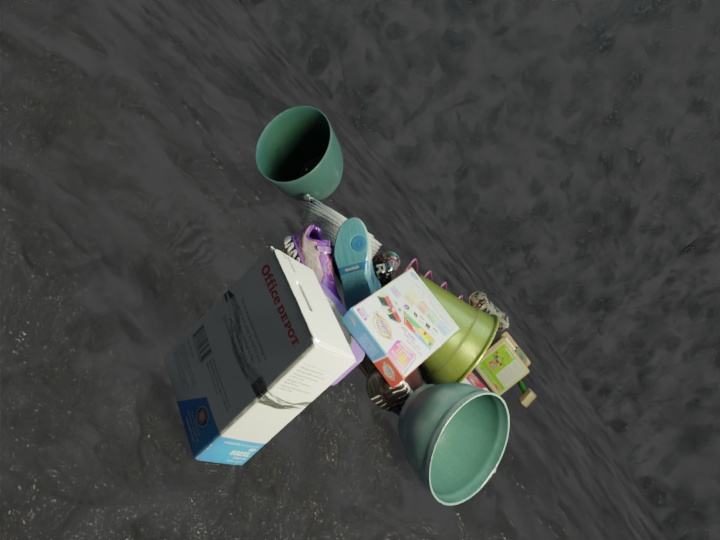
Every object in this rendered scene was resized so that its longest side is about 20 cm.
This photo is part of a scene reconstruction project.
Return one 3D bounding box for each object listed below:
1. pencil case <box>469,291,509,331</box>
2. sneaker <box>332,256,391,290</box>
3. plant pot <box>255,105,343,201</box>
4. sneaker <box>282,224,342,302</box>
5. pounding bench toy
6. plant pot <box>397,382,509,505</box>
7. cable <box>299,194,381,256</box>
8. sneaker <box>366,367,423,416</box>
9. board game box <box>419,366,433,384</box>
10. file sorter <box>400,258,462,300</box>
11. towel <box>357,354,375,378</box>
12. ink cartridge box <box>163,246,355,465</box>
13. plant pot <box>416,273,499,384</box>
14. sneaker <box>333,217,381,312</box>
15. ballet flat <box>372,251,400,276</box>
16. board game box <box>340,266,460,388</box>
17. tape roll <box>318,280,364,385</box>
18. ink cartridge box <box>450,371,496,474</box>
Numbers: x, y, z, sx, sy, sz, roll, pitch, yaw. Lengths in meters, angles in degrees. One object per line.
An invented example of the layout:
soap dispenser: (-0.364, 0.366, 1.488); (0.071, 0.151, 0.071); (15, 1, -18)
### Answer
pencil case: (0.499, 0.161, 2.649); (0.199, 0.079, 0.089); (38, -2, -37)
sneaker: (0.006, 0.000, 1.497); (0.200, 0.110, 0.075); (41, 28, -60)
plant pot: (-0.129, -0.261, 1.652); (0.203, 0.198, 0.161); (58, 6, 31)
sneaker: (-0.083, -0.014, 1.385); (0.080, 0.088, 0.203); (28, 28, -55)
pounding bench toy: (0.454, 0.310, 2.087); (0.202, 0.124, 0.156); (52, 15, 8)
plant pot: (0.148, 0.281, 1.205); (0.133, 0.204, 0.199); (26, -6, 47)
cable: (-0.047, -0.087, 1.573); (0.197, 0.070, 0.200); (31, 3, -28)
sneaker: (0.065, 0.202, 1.295); (0.200, 0.074, 0.118); (48, 26, -45)
board game box: (0.162, 0.231, 1.527); (0.199, 0.034, 0.139); (37, 38, -43)
file sorter: (0.170, 0.088, 1.650); (0.199, 0.126, 0.139); (39, -6, 15)
towel: (0.011, 0.149, 1.367); (0.150, 0.036, 0.199); (53, 16, 14)
ink cartridge box: (-0.120, 0.101, 0.791); (0.083, 0.199, 0.147); (28, 25, -49)
plant pot: (0.149, 0.114, 1.405); (0.189, 0.201, 0.200); (38, 16, -4)
sneaker: (0.000, 0.000, 1.409); (0.130, 0.077, 0.207); (17, 68, -76)
ballet flat: (0.028, 0.000, 1.659); (0.068, 0.072, 0.199); (34, -18, -20)
board game box: (0.077, 0.098, 1.250); (0.154, 0.040, 0.198); (52, 44, 9)
tape roll: (-0.080, 0.094, 1.181); (0.200, 0.065, 0.201); (46, 16, -17)
ink cartridge box: (0.212, 0.309, 1.396); (0.148, 0.085, 0.200); (48, 30, -6)
